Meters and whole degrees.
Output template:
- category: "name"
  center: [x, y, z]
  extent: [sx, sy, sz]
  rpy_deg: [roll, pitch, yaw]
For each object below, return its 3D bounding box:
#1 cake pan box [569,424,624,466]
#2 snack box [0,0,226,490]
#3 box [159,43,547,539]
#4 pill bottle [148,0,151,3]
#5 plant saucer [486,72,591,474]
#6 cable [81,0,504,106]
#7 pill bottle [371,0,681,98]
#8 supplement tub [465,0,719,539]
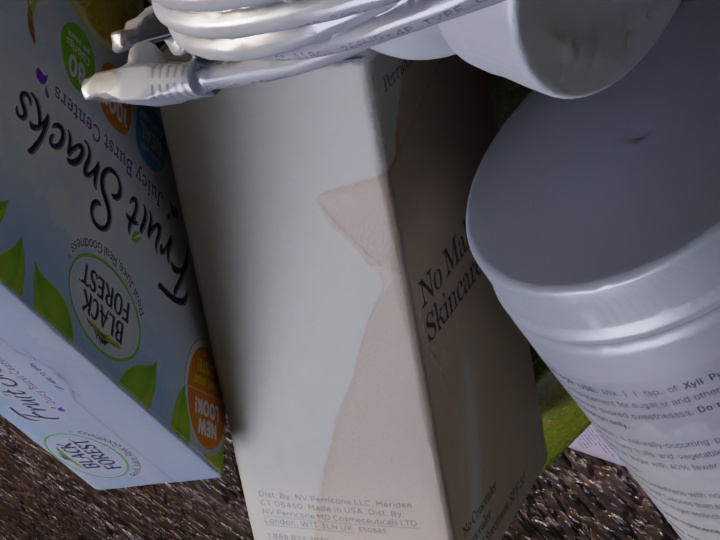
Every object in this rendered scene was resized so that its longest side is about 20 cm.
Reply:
- category: "cake pan box"
  center: [0.046, -0.002, 1.143]
  extent: [0.184, 0.052, 0.200]
  rpy_deg: [17, 151, 54]
- category: "snack box"
  center: [-0.100, -0.032, 0.881]
  extent: [0.053, 0.142, 0.200]
  rpy_deg: [-7, 154, 20]
- category: "box"
  center: [0.000, 0.000, 0.936]
  extent: [0.078, 0.095, 0.200]
  rpy_deg: [3, 121, 24]
- category: "pill bottle"
  center: [-0.140, -0.115, 1.138]
  extent: [0.200, 0.113, 0.113]
  rpy_deg: [18, 152, 48]
- category: "plant saucer"
  center: [0.016, -0.015, 1.008]
  extent: [0.200, 0.048, 0.200]
  rpy_deg: [40, 129, 0]
- category: "cable"
  center: [0.031, -0.122, 0.650]
  extent: [0.200, 0.200, 0.069]
  rpy_deg: [-6, 123, 52]
- category: "pill bottle"
  center: [-0.002, -0.127, 0.840]
  extent: [0.200, 0.110, 0.110]
  rpy_deg: [27, 158, 35]
- category: "supplement tub"
  center: [0.137, 0.025, 0.895]
  extent: [0.132, 0.132, 0.200]
  rpy_deg: [16, 151, 52]
